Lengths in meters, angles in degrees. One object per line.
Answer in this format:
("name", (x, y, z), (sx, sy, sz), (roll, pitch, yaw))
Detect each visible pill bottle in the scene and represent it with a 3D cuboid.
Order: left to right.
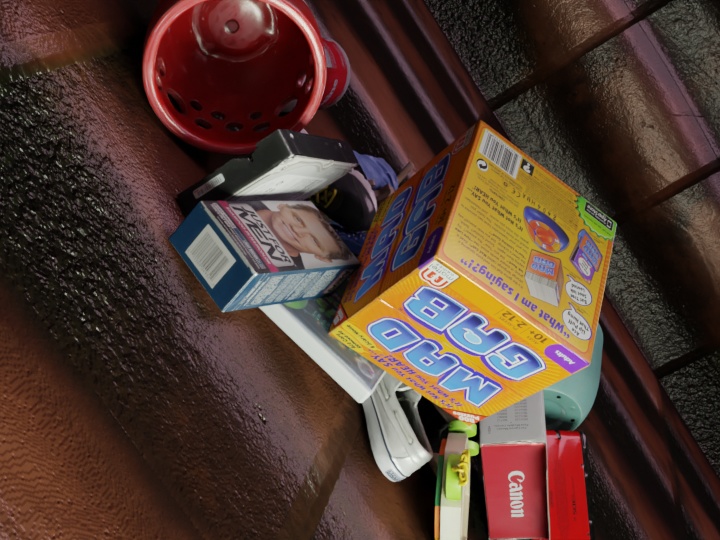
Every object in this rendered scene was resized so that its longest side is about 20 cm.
("pill bottle", (-0.093, -0.278, 1.495), (0.112, 0.112, 0.200), (60, 19, 0))

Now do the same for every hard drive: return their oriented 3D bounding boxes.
("hard drive", (-0.096, -0.100, 1.183), (0.038, 0.140, 0.200), (62, 18, 6))

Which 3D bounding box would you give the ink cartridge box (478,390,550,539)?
("ink cartridge box", (0.196, 0.249, 1.358), (0.176, 0.084, 0.200), (-84, 167, -49))

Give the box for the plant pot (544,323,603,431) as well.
("plant pot", (0.283, 0.167, 1.686), (0.201, 0.200, 0.161), (48, 34, -31))

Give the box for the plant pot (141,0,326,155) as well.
("plant pot", (-0.141, -0.257, 1.215), (0.200, 0.200, 0.183), (49, 18, -29))

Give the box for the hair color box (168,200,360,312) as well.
("hair color box", (-0.094, -0.020, 1.114), (0.100, 0.061, 0.200), (52, 25, 17))

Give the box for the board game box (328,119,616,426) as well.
("board game box", (0.123, 0.008, 1.152), (0.200, 0.200, 0.200), (34, 50, -16))

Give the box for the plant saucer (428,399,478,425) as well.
("plant saucer", (0.079, 0.127, 1.376), (0.200, 0.034, 0.200), (52, -1, 2))

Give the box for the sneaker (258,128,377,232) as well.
("sneaker", (-0.067, -0.111, 1.347), (0.200, 0.075, 0.085), (40, 34, 17))

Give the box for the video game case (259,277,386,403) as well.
("video game case", (-0.041, 0.039, 1.200), (0.200, 0.023, 0.182), (44, 25, 0))

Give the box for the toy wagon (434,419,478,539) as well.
("toy wagon", (0.107, 0.248, 1.198), (0.200, 0.039, 0.155), (74, 20, -60))

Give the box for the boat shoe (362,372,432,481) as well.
("boat shoe", (0.041, 0.147, 1.253), (0.074, 0.065, 0.200), (36, 30, -49))

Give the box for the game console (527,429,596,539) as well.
("game console", (0.282, 0.344, 1.585), (0.172, 0.119, 0.200), (7, 71, -30))

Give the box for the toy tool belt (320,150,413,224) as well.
("toy tool belt", (-0.002, -0.120, 1.475), (0.125, 0.123, 0.200), (62, 19, 6))

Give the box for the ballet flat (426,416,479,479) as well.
("ballet flat", (0.123, 0.221, 1.388), (0.067, 0.057, 0.200), (57, 19, -6))

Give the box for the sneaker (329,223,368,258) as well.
("sneaker", (0.000, 0.000, 1.328), (0.200, 0.078, 0.070), (27, 18, 39))
